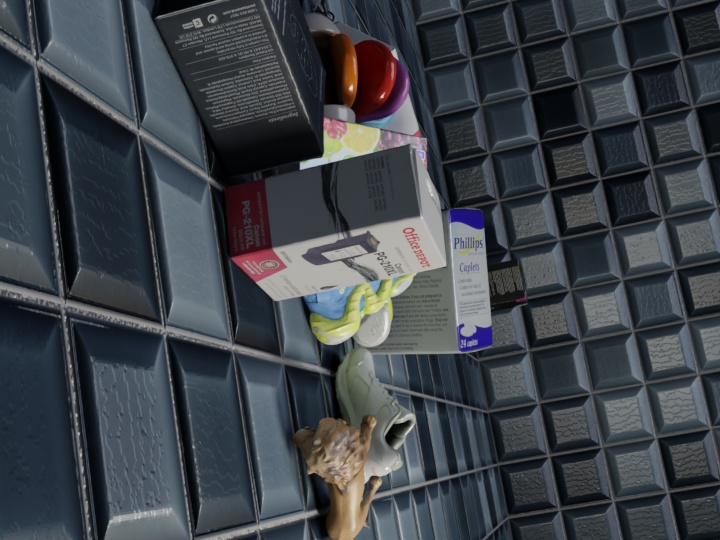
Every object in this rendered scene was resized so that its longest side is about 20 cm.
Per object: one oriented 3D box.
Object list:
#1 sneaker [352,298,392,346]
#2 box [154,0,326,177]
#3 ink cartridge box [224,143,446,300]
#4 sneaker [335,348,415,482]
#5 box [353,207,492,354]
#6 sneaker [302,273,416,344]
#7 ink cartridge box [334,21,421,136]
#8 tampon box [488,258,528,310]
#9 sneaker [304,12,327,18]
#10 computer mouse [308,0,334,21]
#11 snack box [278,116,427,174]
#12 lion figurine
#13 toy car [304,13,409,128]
[{"bbox_3d":[0.000,0.000,1.479,0.105,0.075,0.201,-54,131,-77],"label":"sneaker"},{"bbox_3d":[-0.113,-0.223,1.072,0.149,0.107,0.200,-92,165,-46],"label":"box"},{"bbox_3d":[-0.021,-0.045,1.108,0.145,0.199,0.085,53,27,-66],"label":"ink cartridge box"},{"bbox_3d":[0.022,0.183,1.366,0.078,0.099,0.201,66,16,-48],"label":"sneaker"},{"bbox_3d":[0.084,0.017,1.536,0.105,0.183,0.201,-5,91,-53],"label":"box"},{"bbox_3d":[-0.001,-0.002,1.346,0.200,0.076,0.105,-47,117,-37],"label":"sneaker"},{"bbox_3d":[0.005,-0.263,1.642,0.146,0.085,0.200,35,-21,41],"label":"ink cartridge box"},{"bbox_3d":[0.404,0.056,3.280,0.150,0.199,0.127,35,44,-74],"label":"tampon box"},{"bbox_3d":[-0.064,-0.266,1.530,0.079,0.075,0.201,135,-49,-86],"label":"sneaker"},{"bbox_3d":[-0.081,-0.454,1.685,0.110,0.044,0.201,-83,165,-48],"label":"computer mouse"},{"bbox_3d":[-0.007,-0.103,1.294,0.199,0.053,0.143,5,85,-39],"label":"snack box"},{"bbox_3d":[-0.018,0.239,1.182,0.123,0.072,0.201,-65,147,-61],"label":"lion figurine"},{"bbox_3d":[-0.013,-0.239,1.389,0.200,0.149,0.176,35,43,-71],"label":"toy car"}]
